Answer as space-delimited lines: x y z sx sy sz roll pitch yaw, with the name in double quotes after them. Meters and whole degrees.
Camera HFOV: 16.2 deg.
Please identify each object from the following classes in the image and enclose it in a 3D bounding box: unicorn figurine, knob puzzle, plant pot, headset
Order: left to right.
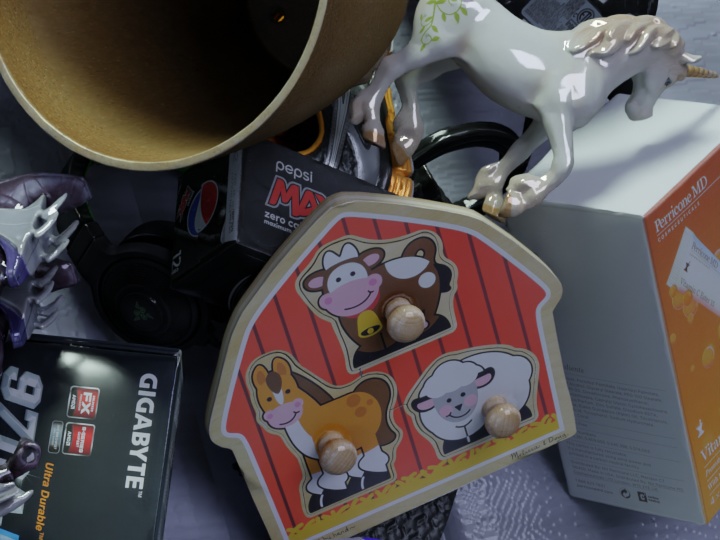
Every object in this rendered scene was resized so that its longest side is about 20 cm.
-0.089 0.013 1.346 0.123 0.094 0.201 -17 64 -44 "headset"
-0.056 -0.144 1.238 0.200 0.186 0.188 -6 69 -65 "plant pot"
0.015 0.048 1.280 0.218 0.221 0.031 13 25 -28 "knob puzzle"
0.086 -0.098 1.336 0.199 0.074 0.138 31 87 -10 "unicorn figurine"

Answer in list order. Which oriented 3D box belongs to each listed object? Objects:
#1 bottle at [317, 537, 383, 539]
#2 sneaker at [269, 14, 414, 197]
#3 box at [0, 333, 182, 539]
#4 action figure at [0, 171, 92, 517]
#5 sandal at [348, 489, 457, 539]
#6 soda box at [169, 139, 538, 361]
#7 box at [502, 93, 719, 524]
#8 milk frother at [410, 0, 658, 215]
-0.063 0.181 1.271 0.199 0.065 0.084 1 72 -33 "bottle"
-0.027 -0.106 1.401 0.077 0.078 0.201 15 42 -34 "sneaker"
-0.173 0.127 1.195 0.157 0.046 0.201 6 61 1 "box"
-0.179 0.039 1.138 0.069 0.131 0.201 5 39 12 "action figure"
0.038 0.076 1.407 0.075 0.048 0.201 37 65 -15 "sandal"
0.000 0.000 1.317 0.199 0.063 0.071 21 56 -31 "soda box"
0.169 0.020 1.421 0.124 0.097 0.201 -40 126 -39 "box"
0.057 -0.147 1.475 0.181 0.199 0.188 61 -2 -39 "milk frother"
